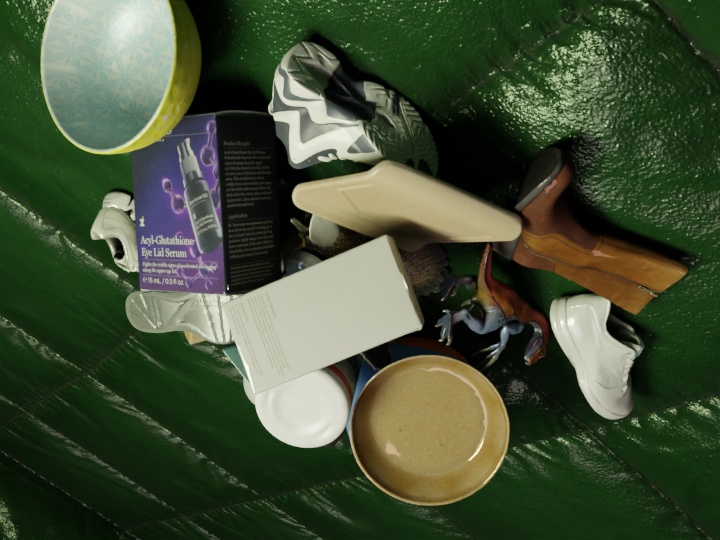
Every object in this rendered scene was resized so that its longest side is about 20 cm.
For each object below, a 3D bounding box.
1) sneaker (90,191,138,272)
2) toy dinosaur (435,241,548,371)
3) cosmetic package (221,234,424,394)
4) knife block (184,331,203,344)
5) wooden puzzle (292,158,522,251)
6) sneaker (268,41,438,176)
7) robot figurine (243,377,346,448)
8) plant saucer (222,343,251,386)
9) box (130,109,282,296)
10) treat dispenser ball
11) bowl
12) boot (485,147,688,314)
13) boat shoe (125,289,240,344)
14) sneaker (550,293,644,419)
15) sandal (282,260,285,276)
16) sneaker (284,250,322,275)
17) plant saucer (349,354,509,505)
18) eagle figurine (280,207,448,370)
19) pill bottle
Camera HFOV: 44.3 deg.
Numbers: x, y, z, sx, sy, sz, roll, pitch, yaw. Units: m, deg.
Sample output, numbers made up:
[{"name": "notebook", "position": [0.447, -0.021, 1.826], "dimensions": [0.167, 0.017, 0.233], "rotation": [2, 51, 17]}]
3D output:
[{"name": "sneaker", "position": [-0.323, -0.023, 1.319], "dimensions": [0.074, 0.082, 0.200], "rotation": [-10, 133, 39]}, {"name": "toy dinosaur", "position": [0.174, 0.058, 1.051], "dimensions": [0.178, 0.107, 0.200], "rotation": [6, 157, -25]}, {"name": "cosmetic package", "position": [-0.038, 0.047, 0.967], "dimensions": [0.196, 0.110, 0.085], "rotation": [-21, 178, 6]}, {"name": "knife block", "position": [-0.206, -0.001, 1.198], "dimensions": [0.175, 0.063, 0.204], "rotation": [1, 104, 64]}, {"name": "wooden puzzle", "position": [0.046, -0.069, 0.934], "dimensions": [0.182, 0.038, 0.199], "rotation": [20, 166, -28]}, {"name": "sneaker", "position": [-0.018, -0.143, 0.951], "dimensions": [0.197, 0.081, 0.129], "rotation": [29, 153, -13]}, {"name": "robot figurine", "position": [-0.097, 0.196, 1.417], "dimensions": [0.149, 0.126, 0.200], "rotation": [-22, 124, 36]}, {"name": "plant saucer", "position": [-0.155, 0.119, 1.183], "dimensions": [0.070, 0.019, 0.200], "rotation": [52, 173, -5]}, {"name": "box", "position": [-0.179, -0.079, 1.029], "dimensions": [0.146, 0.104, 0.205], "rotation": [0, 97, 35]}, {"name": "treat dispenser ball", "position": [0.076, 0.195, 1.220], "dimensions": [0.197, 0.203, 0.203], "rotation": [18, 146, 13]}, {"name": "bowl", "position": [-0.235, -0.222, 0.945], "dimensions": [0.197, 0.205, 0.107], "rotation": [3, -177, 31]}, {"name": "boot", "position": [0.246, -0.031, 0.923], "dimensions": [0.197, 0.069, 0.189], "rotation": [25, 146, 2]}, {"name": "boat shoe", "position": [-0.203, 0.047, 1.134], "dimensions": [0.198, 0.065, 0.076], "rotation": [0, 107, 20]}, {"name": "sneaker", "position": [0.306, 0.106, 1.070], "dimensions": [0.087, 0.076, 0.201], "rotation": [-16, 127, 31]}, {"name": "sandal", "position": [-0.130, -0.014, 1.203], "dimensions": [0.080, 0.059, 0.206], "rotation": [53, 156, -8]}, {"name": "sneaker", "position": [-0.060, 0.059, 1.242], "dimensions": [0.073, 0.083, 0.202], "rotation": [2, 139, 30]}, {"name": "plant saucer", "position": [0.085, 0.192, 1.094], "dimensions": [0.195, 0.036, 0.205], "rotation": [1, 107, 4]}, {"name": "eagle figurine", "position": [0.002, -0.001, 1.078], "dimensions": [0.199, 0.151, 0.153], "rotation": [38, 118, 5]}, {"name": "pill bottle", "position": [-0.056, 0.116, 1.125], "dimensions": [0.117, 0.201, 0.122], "rotation": [4, 118, 7]}]
